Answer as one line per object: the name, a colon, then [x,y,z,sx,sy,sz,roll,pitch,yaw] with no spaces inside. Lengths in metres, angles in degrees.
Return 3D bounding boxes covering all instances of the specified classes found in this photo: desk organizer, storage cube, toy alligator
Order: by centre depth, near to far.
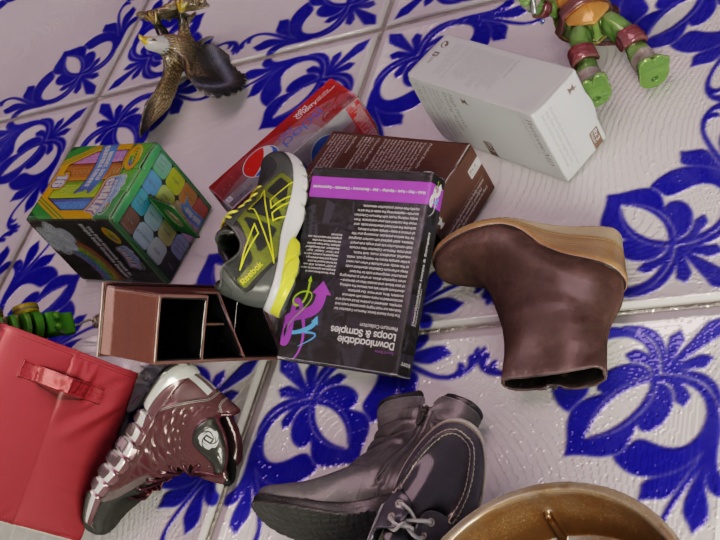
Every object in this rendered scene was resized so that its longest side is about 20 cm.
desk organizer: [-0.161,0.053,1.220,0.076,0.199,0.072,7,92,35]
storage cube: [-0.364,0.154,1.246,0.199,0.170,0.181,7,75,45]
toy alligator: [-0.364,0.064,1.384,0.054,0.199,0.060,-34,68,57]

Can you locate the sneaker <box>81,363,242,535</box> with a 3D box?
sneaker: [-0.186,0.198,1.203,0.115,0.076,0.201,33,100,10]

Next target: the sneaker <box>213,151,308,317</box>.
sneaker: [-0.103,-0.049,1.239,0.075,0.084,0.201,120,157,-46]

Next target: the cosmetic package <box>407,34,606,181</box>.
cosmetic package: [0.151,-0.173,1.289,0.074,0.102,0.200,-47,40,-12]

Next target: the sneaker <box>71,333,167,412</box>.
sneaker: [-0.234,0.105,1.331,0.199,0.078,0.100,-27,47,25]

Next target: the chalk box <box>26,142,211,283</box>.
chalk box: [-0.274,-0.070,1.478,0.199,0.125,0.125,2,53,35]

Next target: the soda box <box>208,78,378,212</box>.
soda box: [-0.077,-0.130,1.439,0.200,0.064,0.070,-42,41,-7]

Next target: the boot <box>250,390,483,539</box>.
boot: [0.009,0.174,1.092,0.198,0.070,0.132,-2,49,19]

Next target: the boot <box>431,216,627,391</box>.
boot: [0.141,0.032,1.119,0.198,0.073,0.167,-4,47,28]

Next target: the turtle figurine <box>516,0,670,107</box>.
turtle figurine: [0.242,-0.284,1.274,0.200,0.143,0.195,-58,42,47]

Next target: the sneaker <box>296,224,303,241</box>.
sneaker: [-0.066,-0.032,1.330,0.199,0.070,0.078,33,84,39]

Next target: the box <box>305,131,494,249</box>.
box: [0.032,-0.086,1.312,0.199,0.075,0.100,11,58,44]

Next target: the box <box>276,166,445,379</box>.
box: [0.000,0.000,1.212,0.142,0.036,0.202,6,79,32]

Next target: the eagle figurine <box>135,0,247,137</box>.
eagle figurine: [-0.250,-0.284,1.688,0.152,0.150,0.202,-48,54,57]

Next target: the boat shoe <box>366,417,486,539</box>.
boat shoe: [0.043,0.213,0.973,0.072,0.063,0.201,27,93,11]

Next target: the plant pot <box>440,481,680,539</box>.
plant pot: [0.149,0.273,0.786,0.199,0.199,0.201,-19,44,19]
